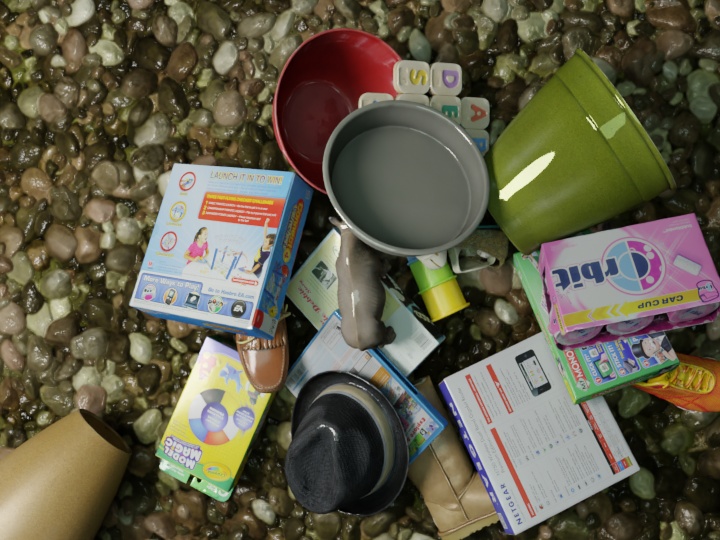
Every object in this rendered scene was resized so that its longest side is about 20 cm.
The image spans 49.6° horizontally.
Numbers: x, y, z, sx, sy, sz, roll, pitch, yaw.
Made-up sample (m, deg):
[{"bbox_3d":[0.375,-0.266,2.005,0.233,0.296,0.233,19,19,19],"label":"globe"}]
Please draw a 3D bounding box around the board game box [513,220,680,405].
[{"bbox_3d":[0.287,0.048,0.968,0.132,0.029,0.203,-18,64,1],"label":"board game box"}]

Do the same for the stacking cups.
[{"bbox_3d":[0.079,-0.037,1.017,0.059,0.060,0.204,-22,88,5],"label":"stacking cups"}]

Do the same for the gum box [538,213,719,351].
[{"bbox_3d":[0.311,0.015,0.926,0.195,0.066,0.116,-11,63,4],"label":"gum box"}]

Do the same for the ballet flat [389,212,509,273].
[{"bbox_3d":[0.110,-0.031,0.970,0.197,0.070,0.072,4,90,-35],"label":"ballet flat"}]

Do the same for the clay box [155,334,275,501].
[{"bbox_3d":[-0.193,0.203,1.051,0.113,0.048,0.203,24,91,5],"label":"clay box"}]

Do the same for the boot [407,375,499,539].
[{"bbox_3d":[0.126,0.230,1.011,0.173,0.066,0.203,-30,86,5],"label":"boot"}]

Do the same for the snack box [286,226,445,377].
[{"bbox_3d":[0.002,0.055,1.015,0.200,0.037,0.116,47,112,8],"label":"snack box"}]

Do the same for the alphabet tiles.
[{"bbox_3d":[0.085,-0.160,0.985,0.192,0.015,0.205,-3,95,-28],"label":"alphabet tiles"}]

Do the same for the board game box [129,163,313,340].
[{"bbox_3d":[-0.176,-0.029,0.989,0.196,0.056,0.200,8,75,28],"label":"board game box"}]

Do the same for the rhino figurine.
[{"bbox_3d":[0.000,0.000,0.939,0.059,0.087,0.205,-4,98,21],"label":"rhino figurine"}]

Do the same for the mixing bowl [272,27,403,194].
[{"bbox_3d":[-0.034,-0.192,0.988,0.196,0.108,0.205,-2,95,-27],"label":"mixing bowl"}]

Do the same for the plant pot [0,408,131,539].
[{"bbox_3d":[-0.400,0.290,1.019,0.186,0.187,0.201,40,81,4],"label":"plant pot"}]

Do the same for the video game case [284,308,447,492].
[{"bbox_3d":[0.001,0.168,1.006,0.200,0.018,0.144,46,120,12],"label":"video game case"}]

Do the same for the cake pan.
[{"bbox_3d":[0.051,-0.103,0.902,0.196,0.037,0.204,5,65,-10],"label":"cake pan"}]

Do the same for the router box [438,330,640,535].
[{"bbox_3d":[0.218,0.192,0.970,0.176,0.049,0.203,-22,76,-9],"label":"router box"}]

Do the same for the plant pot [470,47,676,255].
[{"bbox_3d":[0.242,-0.124,0.949,0.192,0.200,0.202,-37,87,17],"label":"plant pot"}]

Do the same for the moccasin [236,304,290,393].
[{"bbox_3d":[-0.126,0.054,1.007,0.072,0.078,0.206,0,74,-4],"label":"moccasin"}]

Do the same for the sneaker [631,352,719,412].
[{"bbox_3d":[0.394,0.136,0.978,0.196,0.077,0.075,12,89,4],"label":"sneaker"}]

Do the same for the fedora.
[{"bbox_3d":[-0.034,0.232,0.975,0.197,0.091,0.205,11,111,29],"label":"fedora"}]
